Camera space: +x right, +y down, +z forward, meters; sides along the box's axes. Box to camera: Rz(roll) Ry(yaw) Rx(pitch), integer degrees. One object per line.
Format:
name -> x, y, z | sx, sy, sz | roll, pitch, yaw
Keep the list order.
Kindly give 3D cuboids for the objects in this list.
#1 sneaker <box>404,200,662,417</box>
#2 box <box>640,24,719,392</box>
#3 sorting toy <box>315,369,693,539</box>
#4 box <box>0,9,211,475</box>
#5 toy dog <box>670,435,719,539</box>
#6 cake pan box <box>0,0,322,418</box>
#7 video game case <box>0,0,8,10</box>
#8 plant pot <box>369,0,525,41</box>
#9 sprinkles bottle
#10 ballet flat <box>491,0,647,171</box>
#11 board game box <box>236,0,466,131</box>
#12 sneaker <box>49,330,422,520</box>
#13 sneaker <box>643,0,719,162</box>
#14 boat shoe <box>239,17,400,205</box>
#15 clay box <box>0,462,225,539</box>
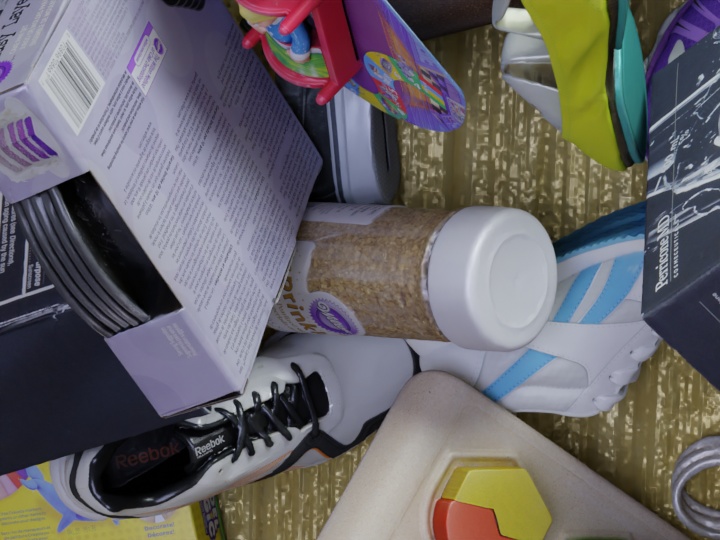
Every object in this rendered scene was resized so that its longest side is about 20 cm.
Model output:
sneaker -> 0.122, 0.021, 1.468 | 0.200, 0.077, 0.081 | -25, 96, 27
box -> 0.222, -0.052, 1.294 | 0.104, 0.200, 0.182 | 41, 119, -20
sorting toy -> 0.068, 0.174, 1.447 | 0.200, 0.036, 0.185 | 34, 76, -15
box -> -0.180, -0.011, 1.467 | 0.198, 0.123, 0.200 | -18, 52, 24
toy dog -> 0.239, 0.096, 1.428 | 0.200, 0.096, 0.132 | 17, 103, 13
cake pan box -> -0.097, -0.058, 1.374 | 0.052, 0.200, 0.184 | -21, 120, 26
video game case -> -0.158, -0.214, 1.535 | 0.200, 0.023, 0.182 | 39, 108, 8
plant pot -> 0.097, -0.204, 1.390 | 0.199, 0.187, 0.187 | -5, 98, 5
sprinkles bottle -> 0.000, 0.000, 1.460 | 0.200, 0.068, 0.068 | 4, 101, 42
ballet flat -> 0.094, -0.106, 1.355 | 0.067, 0.200, 0.067 | 1, 67, 8
board game box -> -0.041, -0.121, 1.363 | 0.039, 0.158, 0.200 | -47, 115, -13
sneaker -> -0.056, 0.079, 1.497 | 0.200, 0.080, 0.074 | -24, 96, -8
sneaker -> 0.194, -0.126, 1.412 | 0.081, 0.083, 0.200 | 37, 108, 8
boat shoe -> -0.027, -0.125, 1.483 | 0.071, 0.072, 0.201 | -3, 100, 13
clay box -> -0.140, 0.096, 1.568 | 0.115, 0.048, 0.201 | -9, 95, 17
